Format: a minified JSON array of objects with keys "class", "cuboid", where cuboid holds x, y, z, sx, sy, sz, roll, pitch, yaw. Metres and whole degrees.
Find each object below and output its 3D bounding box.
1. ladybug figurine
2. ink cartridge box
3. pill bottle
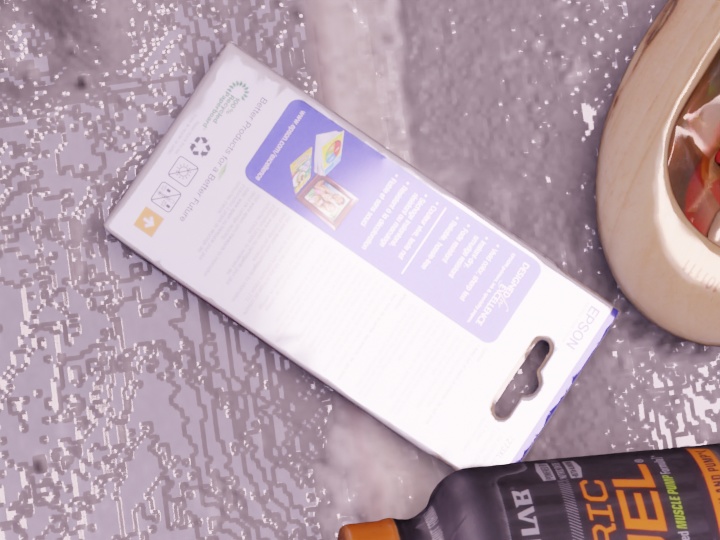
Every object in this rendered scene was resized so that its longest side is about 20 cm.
[{"class":"ladybug figurine","cuboid":[0.174,-0.060,1.019,0.135,0.072,0.201,35,87,4]},{"class":"ink cartridge box","cuboid":[0.000,0.000,1.034,0.199,0.037,0.095,34,86,6]},{"class":"pill bottle","cuboid":[0.091,0.126,0.976,0.198,0.106,0.107,-5,85,-7]}]
